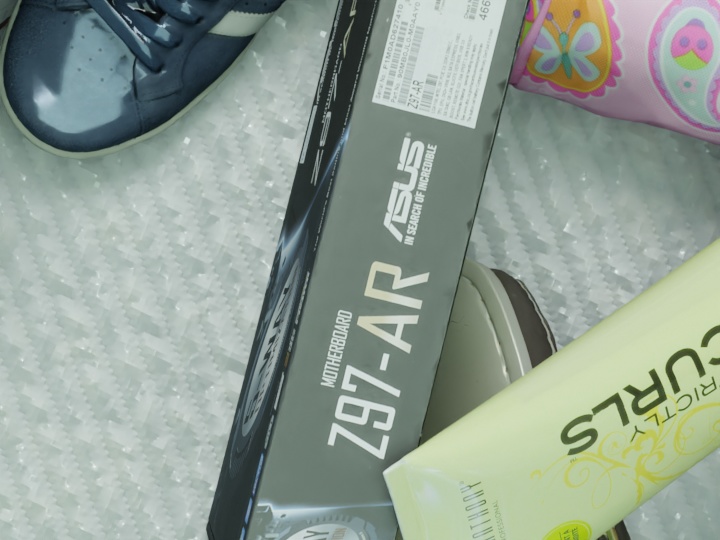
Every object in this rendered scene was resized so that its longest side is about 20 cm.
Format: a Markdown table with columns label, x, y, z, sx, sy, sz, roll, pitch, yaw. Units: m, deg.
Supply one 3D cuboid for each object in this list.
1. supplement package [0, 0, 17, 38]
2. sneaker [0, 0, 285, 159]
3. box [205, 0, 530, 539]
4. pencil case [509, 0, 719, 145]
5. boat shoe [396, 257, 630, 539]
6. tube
| label | x | y | z | sx | sy | sz | roll | pitch | yaw |
| --- | --- | --- | --- | --- | --- | --- | --- | --- | --- |
| supplement package | -0.173 | -0.079 | 0.899 | 0.116 | 0.117 | 0.201 | 25 | 100 | -3 |
| sneaker | -0.040 | -0.116 | 0.935 | 0.075 | 0.085 | 0.200 | 44 | 90 | -4 |
| box | 0.000 | 0.000 | 0.905 | 0.043 | 0.160 | 0.201 | 14 | 93 | -6 |
| pencil case | 0.143 | -0.071 | 0.948 | 0.199 | 0.087 | 0.088 | 19 | 91 | -2 |
| boat shoe | 0.057 | 0.095 | 0.962 | 0.059 | 0.072 | 0.201 | -2 | 77 | -42 |
| tube | 0.091 | 0.034 | 0.874 | 0.199 | 0.052 | 0.058 | -33 | 91 | -22 |
